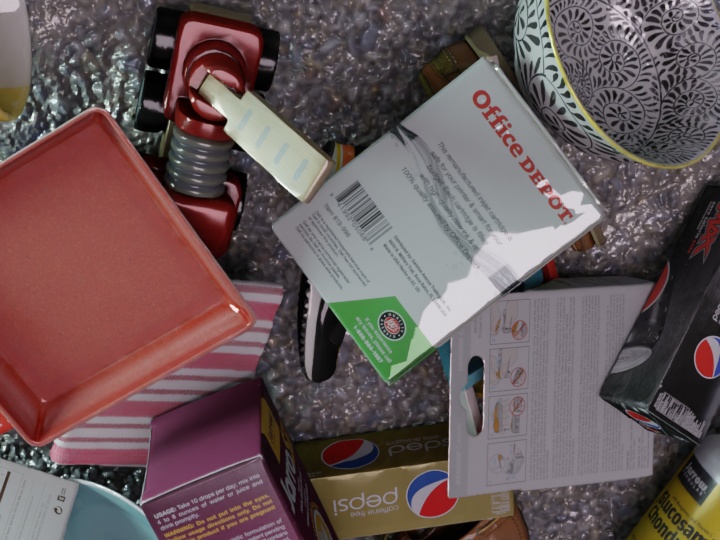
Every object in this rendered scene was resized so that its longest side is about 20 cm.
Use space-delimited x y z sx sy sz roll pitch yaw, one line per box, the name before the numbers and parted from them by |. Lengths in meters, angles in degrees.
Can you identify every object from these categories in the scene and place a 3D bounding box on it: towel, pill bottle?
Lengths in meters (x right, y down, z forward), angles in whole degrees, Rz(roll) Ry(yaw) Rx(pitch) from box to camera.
towel | -0.155 0.079 1.226 0.145 0.030 0.201 4 128 -26
pill bottle | 0.313 0.214 1.344 0.111 0.112 0.201 28 106 -18

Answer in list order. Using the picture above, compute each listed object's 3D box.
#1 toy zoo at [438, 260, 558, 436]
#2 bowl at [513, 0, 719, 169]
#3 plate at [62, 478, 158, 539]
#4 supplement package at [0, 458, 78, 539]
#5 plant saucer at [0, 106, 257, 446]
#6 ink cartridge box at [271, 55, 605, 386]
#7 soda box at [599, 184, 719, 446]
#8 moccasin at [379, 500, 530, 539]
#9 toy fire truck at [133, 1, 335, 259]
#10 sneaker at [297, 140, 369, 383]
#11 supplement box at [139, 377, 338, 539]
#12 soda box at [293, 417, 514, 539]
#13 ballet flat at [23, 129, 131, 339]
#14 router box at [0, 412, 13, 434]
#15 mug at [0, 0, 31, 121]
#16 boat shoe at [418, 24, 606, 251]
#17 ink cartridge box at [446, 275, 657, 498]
toy zoo | 0.119 0.059 1.257 0.131 0.020 0.202 -31 114 -34
bowl | 0.178 -0.161 1.164 0.201 0.202 0.094 44 144 -21
plate | -0.190 0.252 1.286 0.199 0.026 0.202 20 127 28
supplement package | -0.341 0.214 1.224 0.198 0.120 0.122 19 135 -9
plant saucer | -0.206 0.003 1.097 0.199 0.037 0.200 -29 117 11
ink cartridge box | 0.058 -0.037 1.138 0.199 0.083 0.147 -37 88 6
soda box | 0.274 0.033 1.247 0.063 0.071 0.201 33 80 -25
moccasin | 0.048 0.250 1.345 0.200 0.074 0.078 -23 107 4
toy fire truck | -0.099 -0.081 1.119 0.127 0.200 0.177 11 110 -12
sneaker | 0.000 0.000 1.236 0.089 0.070 0.202 5 110 -6
supplement box | -0.082 0.208 1.209 0.102 0.131 0.201 -21 113 6
soda box | 0.027 0.177 1.314 0.198 0.068 0.065 -7 113 -5
ballet flat | -0.235 -0.023 1.142 0.064 0.076 0.201 25 105 -8
router box | -0.274 0.022 1.220 0.199 0.049 0.180 -27 113 4
mug | -0.324 -0.159 1.076 0.152 0.188 0.150 -5 133 4
boat shoe | 0.118 -0.091 1.219 0.068 0.072 0.201 -33 101 6
ink cartridge box | 0.148 0.091 1.254 0.198 0.057 0.164 -2 97 -23
